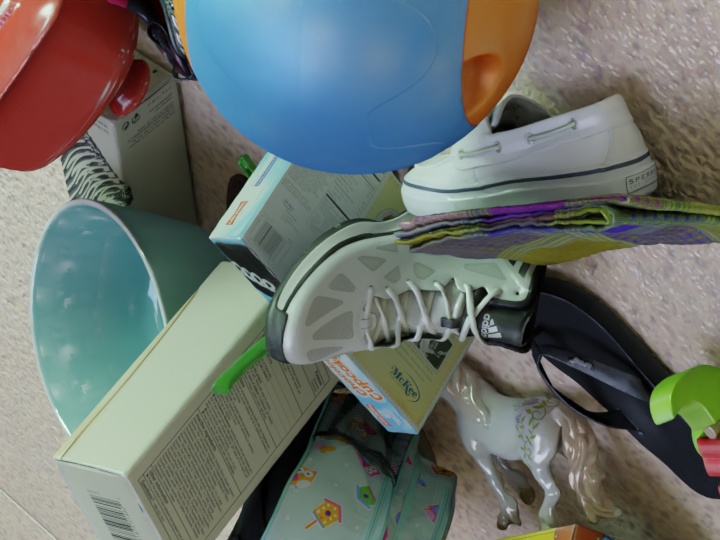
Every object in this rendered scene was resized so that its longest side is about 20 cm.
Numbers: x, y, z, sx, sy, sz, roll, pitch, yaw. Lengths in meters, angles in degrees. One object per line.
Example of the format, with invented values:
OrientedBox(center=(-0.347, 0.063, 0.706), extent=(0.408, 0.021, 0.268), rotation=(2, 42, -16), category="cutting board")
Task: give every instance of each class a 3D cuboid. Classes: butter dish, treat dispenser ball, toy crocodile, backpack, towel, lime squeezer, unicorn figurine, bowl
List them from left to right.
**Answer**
OrientedBox(center=(-0.214, -0.154, 1.453), extent=(0.147, 0.201, 0.200), rotation=(24, 126, -29), category="butter dish")
OrientedBox(center=(-0.153, 0.042, 1.544), extent=(0.200, 0.104, 0.203), rotation=(15, 109, 50), category="bowl")
OrientedBox(center=(-0.056, 0.008, 1.390), extent=(0.070, 0.201, 0.038), rotation=(2, 141, 1), category="lime squeezer")
OrientedBox(center=(-0.023, 0.203, 1.512), extent=(0.153, 0.200, 0.177), rotation=(31, 116, 6), category="backpack")
OrientedBox(center=(-0.002, -0.153, 1.127), extent=(0.200, 0.201, 0.202), rotation=(33, 149, 24), category="treat dispenser ball")
OrientedBox(center=(0.099, 0.121, 1.479), extent=(0.199, 0.074, 0.138), rotation=(-8, 112, 40), category="unicorn figurine")
OrientedBox(center=(0.130, -0.022, 1.199), extent=(0.199, 0.143, 0.023), rotation=(-4, 82, 52), category="towel")
OrientedBox(center=(0.252, 0.138, 1.289), extent=(0.067, 0.062, 0.201), rotation=(-8, 121, 56), category="toy crocodile")

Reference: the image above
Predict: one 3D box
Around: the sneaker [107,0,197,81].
OrientedBox(center=(-0.088, -0.144, 1.387), extent=(0.200, 0.075, 0.081), rotation=(44, 151, 3), category="sneaker")

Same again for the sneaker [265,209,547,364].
OrientedBox(center=(0.041, 0.017, 1.284), extent=(0.115, 0.200, 0.076), rotation=(27, 130, 35), category="sneaker")

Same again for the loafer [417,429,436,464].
OrientedBox(center=(-0.027, 0.117, 1.633), extent=(0.199, 0.068, 0.076), rotation=(36, 150, 20), category="loafer")

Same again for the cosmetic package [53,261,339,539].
OrientedBox(center=(-0.107, 0.099, 1.412), extent=(0.073, 0.200, 0.104), rotation=(8, 134, 37), category="cosmetic package")

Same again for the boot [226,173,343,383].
OrientedBox(center=(-0.048, -0.029, 1.485), extent=(0.166, 0.072, 0.201), rotation=(39, 139, 39), category="boot")

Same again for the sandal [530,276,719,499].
OrientedBox(center=(0.165, 0.076, 1.349), extent=(0.200, 0.043, 0.076), rotation=(40, 151, 13), category="sandal")

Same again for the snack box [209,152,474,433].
OrientedBox(center=(0.000, 0.000, 1.360), extent=(0.037, 0.117, 0.200), rotation=(2, 141, 49), category="snack box")

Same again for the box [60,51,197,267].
OrientedBox(center=(-0.180, -0.077, 1.601), extent=(0.082, 0.068, 0.201), rotation=(31, 147, 28), category="box")

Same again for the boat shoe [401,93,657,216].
OrientedBox(center=(0.097, -0.073, 1.247), extent=(0.199, 0.073, 0.067), rotation=(-3, 106, 47), category="boat shoe")

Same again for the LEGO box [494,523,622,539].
OrientedBox(center=(0.153, 0.246, 1.474), extent=(0.148, 0.078, 0.200), rotation=(21, 159, -21), category="LEGO box")
